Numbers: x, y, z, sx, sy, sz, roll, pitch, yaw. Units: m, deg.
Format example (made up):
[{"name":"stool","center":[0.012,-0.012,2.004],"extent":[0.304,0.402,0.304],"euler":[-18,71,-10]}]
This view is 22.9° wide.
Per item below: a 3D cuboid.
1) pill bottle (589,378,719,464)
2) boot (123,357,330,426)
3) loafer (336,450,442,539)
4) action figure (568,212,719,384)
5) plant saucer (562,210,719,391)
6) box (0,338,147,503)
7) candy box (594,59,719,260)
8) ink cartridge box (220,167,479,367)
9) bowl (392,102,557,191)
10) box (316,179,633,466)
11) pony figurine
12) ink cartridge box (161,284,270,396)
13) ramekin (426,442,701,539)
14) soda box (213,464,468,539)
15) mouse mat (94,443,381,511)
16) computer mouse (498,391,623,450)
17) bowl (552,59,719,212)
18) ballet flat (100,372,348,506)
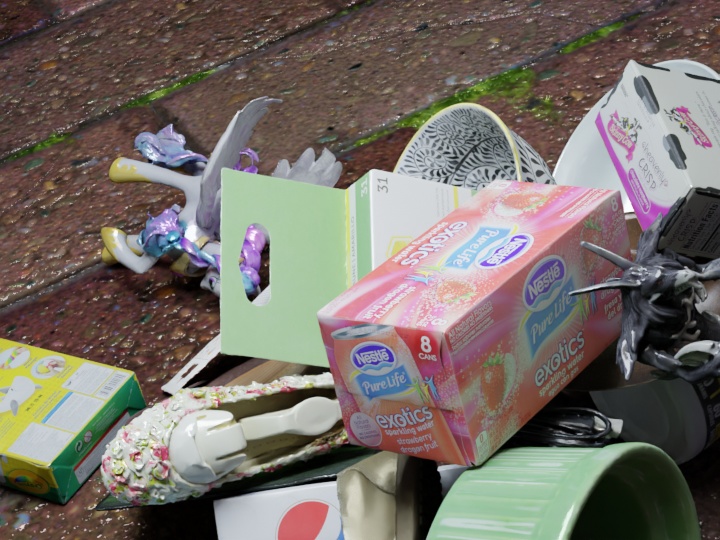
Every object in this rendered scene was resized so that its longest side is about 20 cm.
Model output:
[{"name":"pill bottle","center":[0.264,0.041,1.266],"extent":[0.200,0.111,0.111],"euler":[-34,39,-23]},{"name":"boot","center":[-0.069,0.080,1.362],"extent":[0.166,0.072,0.200],"euler":[-6,20,48]},{"name":"loafer","center":[0.013,0.208,1.123],"extent":[0.067,0.076,0.200],"euler":[-5,63,22]},{"name":"action figure","center":[0.231,0.029,1.090],"extent":[0.102,0.200,0.119],"euler":[-32,38,51]},{"name":"plant saucer","center":[0.179,0.011,1.224],"extent":[0.200,0.032,0.200],"euler":[-15,28,8]},{"name":"box","center":[-0.285,0.114,1.431],"extent":[0.200,0.048,0.117],"euler":[13,44,31]},{"name":"candy box","center":[0.275,-0.064,1.221],"extent":[0.200,0.061,0.137],"euler":[10,40,-23]},{"name":"ink cartridge box","center":[0.000,0.000,1.271],"extent":[0.200,0.048,0.146],"euler":[10,66,-28]},{"name":"bowl","center":[0.102,-0.024,1.397],"extent":[0.094,0.201,0.201],"euler":[11,24,-29]},{"name":"box","center":[0.079,0.027,1.103],"extent":[0.103,0.095,0.200],"euler":[8,31,40]},{"name":"pony figurine","center":[-0.127,-0.056,1.541],"extent":[0.200,0.167,0.193],"euler":[23,82,37]},{"name":"ink cartridge box","center":[-0.064,0.039,1.385],"extent":[0.200,0.050,0.161],"euler":[-46,5,-8]},{"name":"ramekin","center":[0.116,0.197,1.041],"extent":[0.098,0.200,0.200],"euler":[2,38,35]},{"name":"soda box","center":[0.006,0.174,1.201],"extent":[0.200,0.068,0.064],"euler":[-9,-6,10]},{"name":"mouse mat","center":[-0.079,0.140,1.284],"extent":[0.200,0.008,0.161],"euler":[-10,6,9]},{"name":"computer mouse","center":[0.111,0.100,1.191],"extent":[0.138,0.200,0.053],"euler":[4,82,12]},{"name":"bowl","center":[0.244,-0.056,1.391],"extent":[0.201,0.090,0.201],"euler":[-35,42,38]},{"name":"ballet flat","center":[-0.079,0.107,1.202],"extent":[0.200,0.076,0.064],"euler":[-17,2,-33]}]
